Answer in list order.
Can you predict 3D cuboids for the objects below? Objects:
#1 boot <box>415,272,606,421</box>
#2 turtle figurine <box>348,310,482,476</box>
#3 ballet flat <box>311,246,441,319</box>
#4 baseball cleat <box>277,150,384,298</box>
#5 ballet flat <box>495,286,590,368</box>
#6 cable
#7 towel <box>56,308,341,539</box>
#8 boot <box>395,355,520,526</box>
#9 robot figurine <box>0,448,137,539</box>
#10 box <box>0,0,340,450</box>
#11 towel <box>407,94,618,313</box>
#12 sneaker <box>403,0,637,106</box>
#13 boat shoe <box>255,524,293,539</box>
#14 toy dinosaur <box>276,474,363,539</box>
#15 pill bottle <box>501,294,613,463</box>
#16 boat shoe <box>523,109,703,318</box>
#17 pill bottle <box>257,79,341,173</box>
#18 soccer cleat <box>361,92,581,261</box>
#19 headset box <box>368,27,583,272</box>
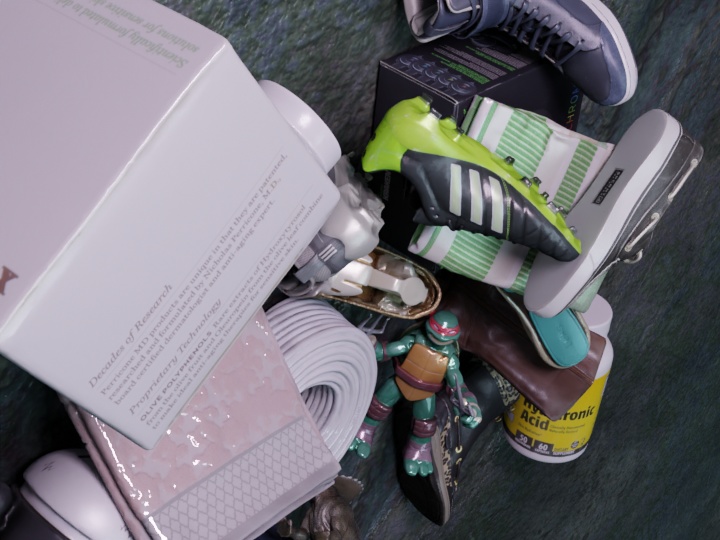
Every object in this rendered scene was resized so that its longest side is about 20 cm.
[{"bbox_3d":[0.179,0.030,1.273,0.187,0.200,0.064,-57,149,0],"label":"boot"},{"bbox_3d":[0.057,0.107,1.255,0.101,0.149,0.200,-44,158,-54],"label":"turtle figurine"},{"bbox_3d":[0.000,0.000,1.099,0.200,0.065,0.071,13,92,-46],"label":"ballet flat"},{"bbox_3d":[-0.033,-0.037,1.008,0.106,0.070,0.200,-38,-172,8],"label":"baseball cleat"},{"bbox_3d":[0.154,0.005,1.167,0.069,0.069,0.200,-41,124,-25],"label":"ballet flat"},{"bbox_3d":[-0.068,0.123,1.140,0.200,0.069,0.200,-30,139,-37],"label":"cable"},{"bbox_3d":[-0.118,0.116,0.973,0.032,0.191,0.200,-28,180,42],"label":"towel"},{"bbox_3d":[0.113,0.188,1.450,0.151,0.073,0.200,-39,139,-27],"label":"boot"},{"bbox_3d":[-0.239,0.228,0.952,0.200,0.125,0.150,-53,172,-7],"label":"robot figurine"},{"bbox_3d":[-0.164,-0.046,0.740,0.200,0.199,0.171,-54,148,-9],"label":"box"},{"bbox_3d":[0.148,-0.054,1.084,0.200,0.023,0.153,16,105,-32],"label":"towel"},{"bbox_3d":[0.123,-0.196,1.033,0.146,0.203,0.077,-34,177,-32],"label":"sneaker"},{"bbox_3d":[-0.112,0.282,1.220,0.200,0.069,0.084,-10,125,-50],"label":"boat shoe"},{"bbox_3d":[-0.027,0.274,1.234,0.102,0.077,0.201,-9,88,-55],"label":"toy dinosaur"},{"bbox_3d":[0.239,0.123,1.524,0.111,0.111,0.200,-26,136,-40],"label":"pill bottle"},{"bbox_3d":[0.215,-0.036,1.065,0.064,0.071,0.200,35,93,-24],"label":"boat shoe"},{"bbox_3d":[-0.108,-0.037,0.909,0.200,0.109,0.109,-49,148,-14],"label":"pill bottle"},{"bbox_3d":[0.089,-0.058,1.005,0.200,0.068,0.081,35,109,-21],"label":"soccer cleat"},{"bbox_3d":[0.098,-0.117,1.137,0.200,0.093,0.175,-27,137,-38],"label":"headset box"}]
